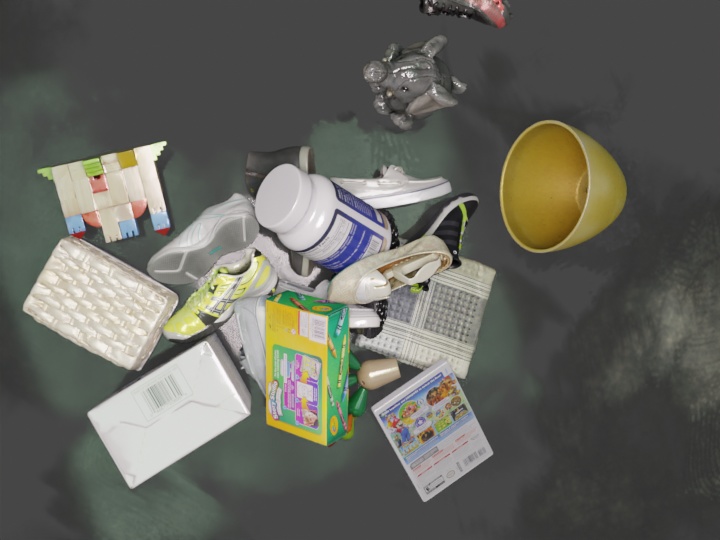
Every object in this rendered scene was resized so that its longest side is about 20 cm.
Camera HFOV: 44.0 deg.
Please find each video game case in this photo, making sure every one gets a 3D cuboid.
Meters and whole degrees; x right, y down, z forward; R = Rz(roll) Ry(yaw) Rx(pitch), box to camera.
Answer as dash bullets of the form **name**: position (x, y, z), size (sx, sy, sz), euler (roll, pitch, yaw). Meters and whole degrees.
- **video game case**: position (0.118, 0.257, 1.425), size (0.142, 0.018, 0.202), euler (-32, 116, -8)

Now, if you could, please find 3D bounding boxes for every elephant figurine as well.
- **elephant figurine**: position (0.087, -0.290, 1.356), size (0.141, 0.200, 0.156), euler (43, 85, -6)

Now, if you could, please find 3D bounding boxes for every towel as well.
- **towel**: position (0.108, 0.061, 1.454), size (0.196, 0.035, 0.196), euler (18, 85, -6)

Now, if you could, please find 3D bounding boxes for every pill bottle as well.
- **pill bottle**: position (-0.054, -0.071, 1.306), size (0.199, 0.115, 0.118), euler (29, 86, -44)

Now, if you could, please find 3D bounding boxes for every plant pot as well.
- **plant pot**: position (0.337, -0.128, 1.415), size (0.140, 0.199, 0.205), euler (2, 91, -33)

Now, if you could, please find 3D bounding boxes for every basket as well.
- **basket**: position (-0.389, 0.050, 1.334), size (0.198, 0.123, 0.137), euler (30, 86, -6)

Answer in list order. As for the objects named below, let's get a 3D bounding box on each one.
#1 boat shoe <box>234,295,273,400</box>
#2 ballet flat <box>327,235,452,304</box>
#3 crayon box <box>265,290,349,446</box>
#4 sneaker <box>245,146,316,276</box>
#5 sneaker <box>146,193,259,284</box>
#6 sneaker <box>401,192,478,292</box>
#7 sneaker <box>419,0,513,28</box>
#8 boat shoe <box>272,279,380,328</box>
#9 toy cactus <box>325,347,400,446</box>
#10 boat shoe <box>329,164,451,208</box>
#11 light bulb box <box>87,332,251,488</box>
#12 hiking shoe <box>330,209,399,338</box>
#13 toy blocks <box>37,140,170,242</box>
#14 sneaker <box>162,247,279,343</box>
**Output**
- **boat shoe**: position (-0.153, 0.128, 1.382), size (0.070, 0.070, 0.205), euler (2, 120, 18)
- **ballet flat**: position (0.045, 0.005, 1.303), size (0.197, 0.062, 0.068), euler (-26, 131, -12)
- **crayon box**: position (-0.079, 0.143, 1.314), size (0.117, 0.058, 0.205), euler (12, 109, 34)
- **sneaker**: position (-0.122, -0.092, 1.406), size (0.104, 0.075, 0.205), euler (0, 98, 11)
- **sneaker**: position (-0.244, -0.047, 1.385), size (0.198, 0.081, 0.071), euler (-28, 132, 11)
- **sneaker**: position (0.134, -0.037, 1.406), size (0.082, 0.072, 0.200), euler (38, 67, 18)
- **sneaker**: position (0.148, -0.437, 1.428), size (0.198, 0.071, 0.099), euler (33, 86, -5)
- **boat shoe**: position (-0.054, 0.049, 1.370), size (0.071, 0.197, 0.070), euler (6, 91, -51)
- **toy cactus**: position (-0.018, 0.172, 1.397), size (0.162, 0.102, 0.204), euler (-14, 103, 2)
- **boat shoe**: position (0.046, -0.136, 1.422), size (0.195, 0.072, 0.067), euler (-8, 96, 1)
- **light bulb box**: position (-0.272, 0.198, 1.314), size (0.196, 0.200, 0.126), euler (-31, 93, -6)
- **hiking shoe**: position (0.000, 0.000, 1.405), size (0.099, 0.076, 0.204), euler (9, 83, 20)
- **toy blocks**: position (-0.376, -0.108, 1.358), size (0.196, 0.100, 0.140), euler (-14, 104, -8)
- **sneaker**: position (-0.223, 0.035, 1.372), size (0.198, 0.075, 0.077), euler (-35, 127, -15)
